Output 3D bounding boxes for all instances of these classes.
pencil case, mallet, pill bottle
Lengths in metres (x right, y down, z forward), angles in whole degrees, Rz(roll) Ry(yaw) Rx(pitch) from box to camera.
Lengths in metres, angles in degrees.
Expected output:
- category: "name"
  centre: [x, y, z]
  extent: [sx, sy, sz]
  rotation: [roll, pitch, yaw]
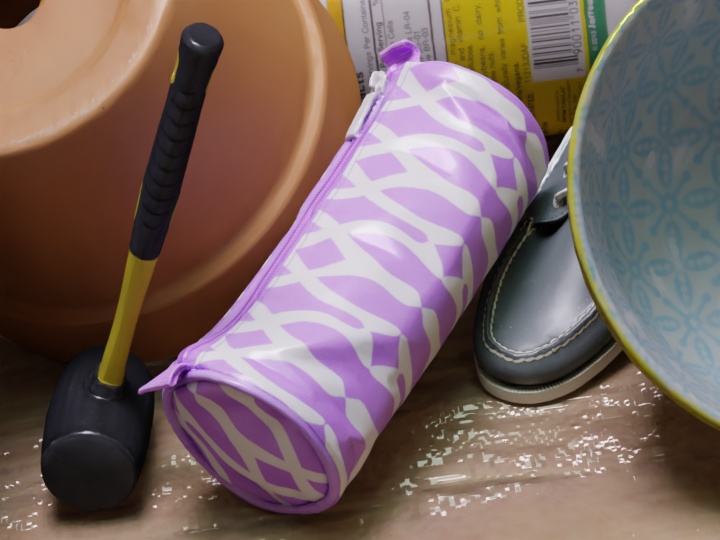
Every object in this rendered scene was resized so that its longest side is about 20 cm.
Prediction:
- category: "pencil case"
  centre: [0.000, 0.000, 0.999]
  extent: [0.084, 0.086, 0.200]
  rotation: [-17, 33, 47]
- category: "mallet"
  centre: [-0.082, 0.004, 0.950]
  extent: [0.041, 0.200, 0.066]
  rotation: [14, 39, -6]
- category: "pill bottle"
  centre: [0.024, -0.110, 1.162]
  extent: [0.200, 0.113, 0.113]
  rotation: [-7, 34, 2]

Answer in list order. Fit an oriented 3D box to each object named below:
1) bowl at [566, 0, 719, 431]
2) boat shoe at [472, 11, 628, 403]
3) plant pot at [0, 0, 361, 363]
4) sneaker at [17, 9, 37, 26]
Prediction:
- category: "bowl"
  centre: [0.171, -0.024, 0.985]
  extent: [0.200, 0.200, 0.108]
  rotation: [-11, -7, -4]
- category: "boat shoe"
  centre: [0.097, -0.036, 1.051]
  extent: [0.073, 0.062, 0.200]
  rotation: [16, 58, 29]
- category: "plant pot"
  centre: [-0.113, -0.077, 1.044]
  extent: [0.200, 0.140, 0.200]
  rotation: [-7, 66, 15]
- category: "sneaker"
  centre: [-0.096, -0.149, 1.245]
  extent: [0.082, 0.075, 0.200]
  rotation: [31, 34, 18]
